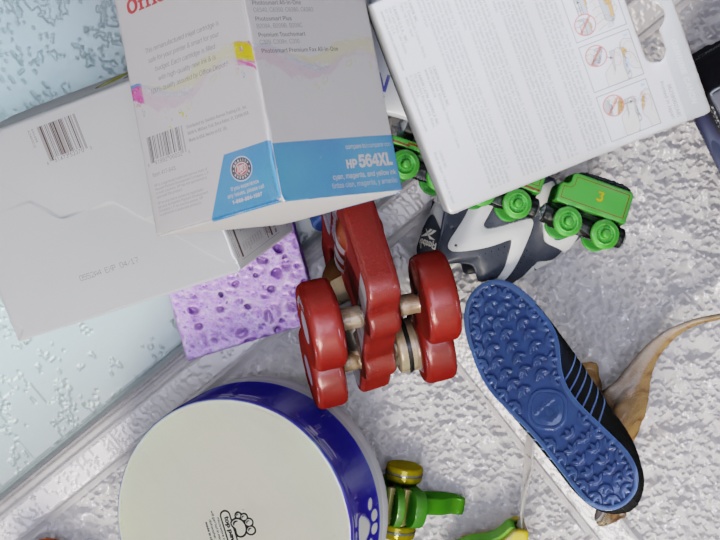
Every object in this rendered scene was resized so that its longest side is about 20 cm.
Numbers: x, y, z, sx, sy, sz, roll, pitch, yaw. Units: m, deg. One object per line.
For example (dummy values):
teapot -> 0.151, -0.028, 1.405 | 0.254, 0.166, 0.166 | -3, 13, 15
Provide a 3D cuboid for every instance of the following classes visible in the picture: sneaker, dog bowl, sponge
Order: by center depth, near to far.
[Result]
sneaker -> 0.146, 0.099, 1.620 | 0.070, 0.078, 0.201 | -33, 76, 5
sneaker -> 0.068, -0.062, 1.636 | 0.130, 0.079, 0.199 | -46, 107, -2
dog bowl -> -0.084, 0.187, 1.647 | 0.198, 0.079, 0.202 | 4, 100, 20
sponge -> -0.108, -0.040, 1.664 | 0.111, 0.030, 0.202 | -15, 99, 2

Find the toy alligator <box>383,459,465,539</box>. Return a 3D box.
toy alligator -> -0.015, 0.178, 1.690 | 0.198, 0.054, 0.060 | 9, 99, -2

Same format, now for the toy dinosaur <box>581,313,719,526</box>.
toy dinosaur -> 0.206, 0.100, 1.686 | 0.105, 0.060, 0.201 | 13, 110, -15

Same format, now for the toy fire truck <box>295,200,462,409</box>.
toy fire truck -> 0.000, 0.000, 1.599 | 0.111, 0.200, 0.169 | -13, 68, -6

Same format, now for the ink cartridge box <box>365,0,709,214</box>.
ink cartridge box -> 0.122, -0.149, 1.496 | 0.199, 0.057, 0.164 | -22, 104, 0

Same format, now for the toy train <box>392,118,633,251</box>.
toy train -> 0.108, -0.067, 1.582 | 0.198, 0.042, 0.057 | 19, 84, -8

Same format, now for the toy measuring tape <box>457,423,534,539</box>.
toy measuring tape -> 0.097, 0.207, 1.690 | 0.073, 0.074, 0.202 | 4, 100, -1

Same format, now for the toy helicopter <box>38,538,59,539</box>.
toy helicopter -> -0.253, 0.323, 1.715 | 0.132, 0.079, 0.200 | 34, 109, -15

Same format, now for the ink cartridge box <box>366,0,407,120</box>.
ink cartridge box -> 0.069, -0.201, 1.525 | 0.195, 0.043, 0.202 | 15, 105, -4

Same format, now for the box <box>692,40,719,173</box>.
box -> 0.333, -0.082, 1.576 | 0.123, 0.198, 0.201 | -28, 98, 4

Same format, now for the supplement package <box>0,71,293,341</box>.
supplement package -> -0.179, -0.060, 1.587 | 0.199, 0.111, 0.157 | -17, 100, 24

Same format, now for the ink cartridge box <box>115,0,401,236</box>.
ink cartridge box -> -0.072, -0.136, 1.461 | 0.128, 0.125, 0.202 | -13, 86, 43
